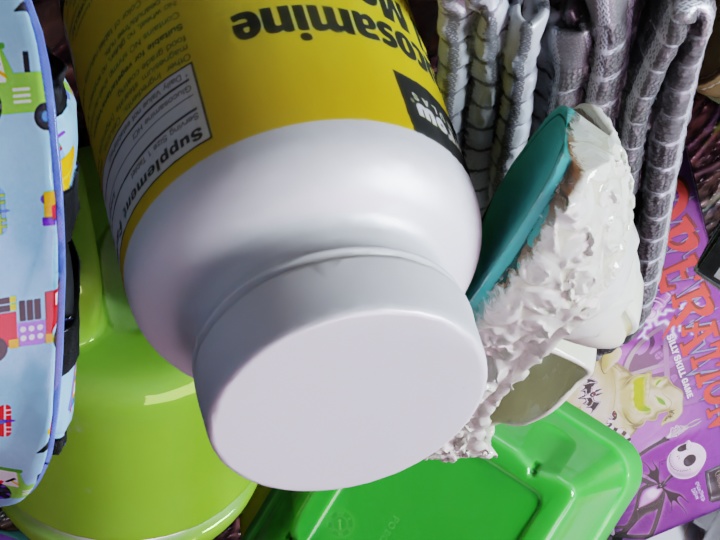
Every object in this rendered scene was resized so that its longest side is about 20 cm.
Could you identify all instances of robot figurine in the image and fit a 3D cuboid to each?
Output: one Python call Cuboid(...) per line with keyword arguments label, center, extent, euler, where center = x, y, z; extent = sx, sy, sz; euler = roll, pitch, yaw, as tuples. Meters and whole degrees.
Cuboid(label="robot figurine", center=(-0.088, 0.034, 0.907), extent=(0.175, 0.116, 0.200), euler=(-9, 146, -12))

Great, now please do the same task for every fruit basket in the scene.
Cuboid(label="fruit basket", center=(0.010, 0.124, 1.055), extent=(0.216, 0.155, 0.216), euler=(-57, 174, -10))

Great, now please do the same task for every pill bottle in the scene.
Cuboid(label="pill bottle", center=(-0.026, -0.036, 0.767), extent=(0.112, 0.201, 0.113), euler=(-11, 142, -9))

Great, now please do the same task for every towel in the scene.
Cuboid(label="towel", center=(0.084, -0.087, 0.862), extent=(0.085, 0.166, 0.200), euler=(11, 143, 9))

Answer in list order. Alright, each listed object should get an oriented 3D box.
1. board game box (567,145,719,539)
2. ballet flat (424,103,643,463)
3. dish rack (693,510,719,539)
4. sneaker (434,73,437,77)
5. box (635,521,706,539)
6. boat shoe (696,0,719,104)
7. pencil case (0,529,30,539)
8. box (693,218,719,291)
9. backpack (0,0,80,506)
Cuboid(label="board game box", center=(0.110, 0.041, 1.111), extent=(0.120, 0.032, 0.201), euler=(-25, 123, -8))
Cuboid(label="ballet flat", center=(0.056, 0.010, 0.808), extent=(0.071, 0.072, 0.200), euler=(-17, 162, -28))
Cuboid(label="dish rack", center=(0.224, 0.057, 1.241), extent=(0.172, 0.043, 0.201), euler=(-49, 163, -68))
Cuboid(label="sneaker", center=(0.000, 0.000, 0.995), extent=(0.082, 0.074, 0.200), euler=(-15, 150, -39))
Cuboid(label="box", center=(0.121, 0.180, 1.228), extent=(0.112, 0.102, 0.200), euler=(-21, -172, 19))
Cuboid(label="boat shoe", center=(0.171, -0.151, 0.961), extent=(0.066, 0.074, 0.200), euler=(5, 130, -34))
Cuboid(label="pencil case", center=(-0.115, 0.165, 1.094), extent=(0.085, 0.093, 0.200), euler=(-42, 149, 24))
Cuboid(label="box", center=(0.224, -0.094, 1.032), extent=(0.200, 0.050, 0.158), euler=(-62, 175, 38))
Cuboid(label="backpack", center=(-0.158, -0.024, 0.636), extent=(0.134, 0.200, 0.183), euler=(-12, 121, -33))
